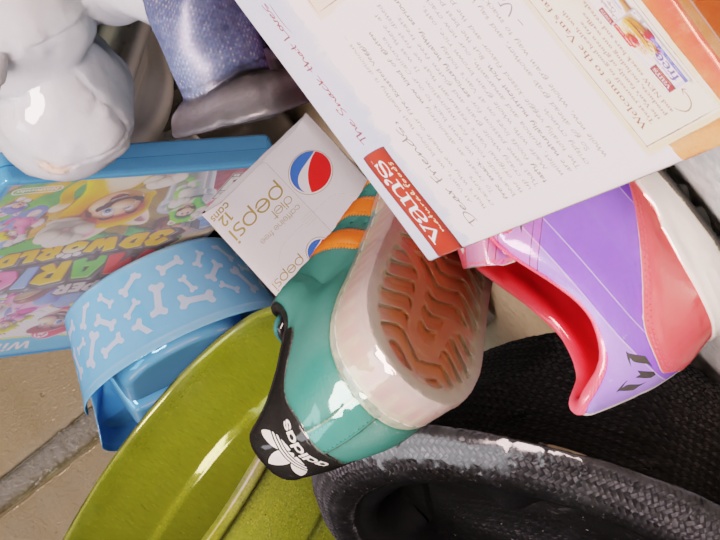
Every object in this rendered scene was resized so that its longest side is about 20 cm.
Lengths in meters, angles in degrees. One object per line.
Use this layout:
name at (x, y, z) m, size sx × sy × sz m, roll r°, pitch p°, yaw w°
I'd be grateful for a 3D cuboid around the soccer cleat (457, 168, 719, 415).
soccer cleat at (0.047, -0.043, 0.702) m, size 0.200 × 0.073 × 0.068 m, roll 51°, pitch 169°, yaw 0°

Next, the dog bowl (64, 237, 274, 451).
dog bowl at (-0.098, 0.038, 1.064) m, size 0.050 × 0.111 × 0.200 m, roll 62°, pitch 171°, yaw 14°

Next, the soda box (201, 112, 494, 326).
soda box at (0.000, 0.000, 0.935) m, size 0.068 × 0.064 × 0.200 m, roll 47°, pitch -178°, yaw 20°

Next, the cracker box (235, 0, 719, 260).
cracker box at (0.037, -0.086, 0.569) m, size 0.134 × 0.058 × 0.200 m, roll 53°, pitch 156°, yaw -7°

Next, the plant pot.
plant pot at (-0.017, 0.152, 0.945) m, size 0.193 × 0.201 × 0.200 m, roll 37°, pitch 173°, yaw -17°

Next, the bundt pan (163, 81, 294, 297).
bundt pan at (-0.070, -0.048, 1.136) m, size 0.202 × 0.076 × 0.202 m, roll 49°, pitch 168°, yaw 14°

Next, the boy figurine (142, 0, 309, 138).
boy figurine at (-0.057, -0.152, 0.716) m, size 0.064 × 0.124 × 0.200 m, roll -9°, pitch 99°, yaw 44°

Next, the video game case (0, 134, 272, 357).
video game case at (-0.146, -0.006, 0.991) m, size 0.200 × 0.143 × 0.018 m, roll -43°, pitch 62°, yaw 48°

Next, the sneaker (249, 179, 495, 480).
sneaker at (0.009, 0.004, 0.749) m, size 0.071 × 0.080 × 0.200 m, roll 49°, pitch -150°, yaw -11°

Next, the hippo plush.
hippo plush at (-0.096, -0.112, 0.827) m, size 0.159 × 0.161 × 0.200 m, roll 41°, pitch 164°, yaw 44°

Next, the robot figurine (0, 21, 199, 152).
robot figurine at (-0.162, -0.071, 1.002) m, size 0.169 × 0.113 × 0.200 m, roll 24°, pitch 147°, yaw -11°

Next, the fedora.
fedora at (0.086, 0.084, 0.808) m, size 0.200 × 0.092 × 0.201 m, roll 18°, pitch 149°, yaw 11°
